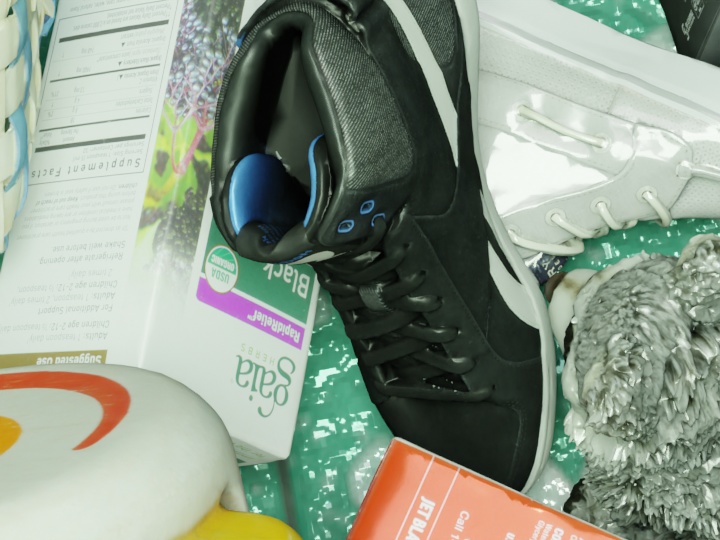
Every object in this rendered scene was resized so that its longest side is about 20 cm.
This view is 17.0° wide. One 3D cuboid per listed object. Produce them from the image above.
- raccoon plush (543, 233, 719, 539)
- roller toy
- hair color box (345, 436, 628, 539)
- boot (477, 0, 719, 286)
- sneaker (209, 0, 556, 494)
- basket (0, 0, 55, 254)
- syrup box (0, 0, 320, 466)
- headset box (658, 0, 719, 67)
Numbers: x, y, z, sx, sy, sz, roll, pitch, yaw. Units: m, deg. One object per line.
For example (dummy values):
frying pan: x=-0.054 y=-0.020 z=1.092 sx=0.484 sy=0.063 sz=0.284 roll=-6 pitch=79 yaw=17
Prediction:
raccoon plush: x=0.147 y=0.056 z=0.763 sx=0.199 sy=0.134 sz=0.097 roll=19 pitch=74 yaw=7
roller toy: x=-0.114 y=0.103 z=0.649 sx=0.182 sy=0.200 sz=0.140 roll=-16 pitch=104 yaw=-17
hair color box: x=0.090 y=0.129 z=0.757 sx=0.199 sy=0.111 sz=0.064 roll=22 pitch=76 yaw=9
boot: x=0.083 y=-0.030 z=0.834 sx=0.200 sy=0.074 sz=0.096 roll=25 pitch=85 yaw=14
sneaker: x=0.000 y=0.000 z=0.762 sx=0.073 sy=0.112 sz=0.201 roll=-3 pitch=109 yaw=31
basket: x=-0.167 y=-0.112 z=0.772 sx=0.139 sy=0.177 sz=0.200 roll=-2 pitch=41 yaw=-11
syrup box: x=-0.058 y=-0.040 z=0.814 sx=0.081 sy=0.079 sz=0.201 roll=-5 pitch=68 yaw=39
headset box: x=0.182 y=-0.137 z=0.812 sx=0.199 sy=0.149 sz=0.075 roll=-15 pitch=79 yaw=-3
